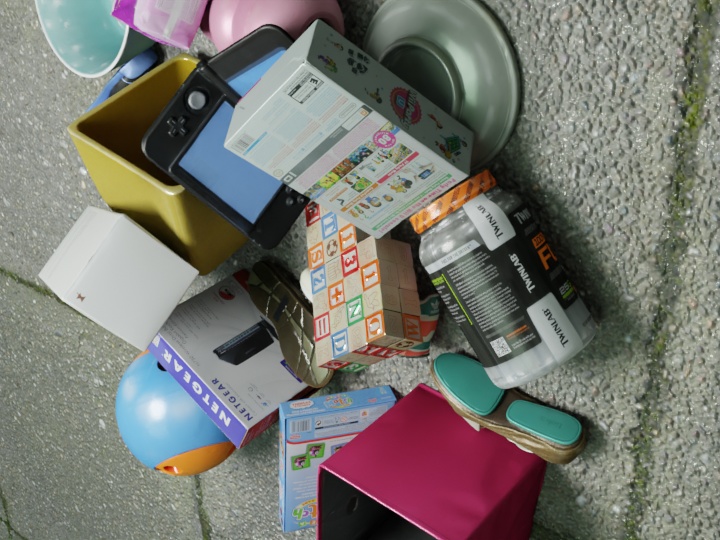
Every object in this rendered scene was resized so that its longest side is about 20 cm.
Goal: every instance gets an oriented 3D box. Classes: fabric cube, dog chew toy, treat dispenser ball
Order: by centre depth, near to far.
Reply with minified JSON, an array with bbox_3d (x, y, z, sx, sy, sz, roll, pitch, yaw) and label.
[{"bbox_3d":[-0.111,-0.275,1.004,0.199,0.124,0.126,29,130,38],"label":"dog chew toy"},{"bbox_3d":[0.081,0.296,1.076,0.195,0.199,0.202,23,126,30],"label":"fabric cube"},{"bbox_3d":[-0.259,0.199,1.332,0.199,0.200,0.203,21,125,33],"label":"treat dispenser ball"}]

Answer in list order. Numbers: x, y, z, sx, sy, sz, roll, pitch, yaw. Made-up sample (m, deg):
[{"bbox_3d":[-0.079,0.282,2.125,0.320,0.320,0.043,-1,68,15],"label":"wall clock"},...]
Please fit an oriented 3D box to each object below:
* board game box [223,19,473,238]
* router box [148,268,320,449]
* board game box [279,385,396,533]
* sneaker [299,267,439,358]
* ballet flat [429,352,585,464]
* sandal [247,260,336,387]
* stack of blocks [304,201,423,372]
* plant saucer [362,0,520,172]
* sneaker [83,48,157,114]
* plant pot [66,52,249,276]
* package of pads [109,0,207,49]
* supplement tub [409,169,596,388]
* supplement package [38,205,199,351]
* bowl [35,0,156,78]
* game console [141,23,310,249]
[{"bbox_3d":[-0.010,-0.130,0.890,0.199,0.065,0.147,31,139,-25],"label":"board game box"},{"bbox_3d":[-0.159,0.112,1.209,0.200,0.179,0.049,43,135,15],"label":"router box"},{"bbox_3d":[-0.033,0.252,1.198,0.037,0.149,0.202,-122,30,-55],"label":"board game box"},{"bbox_3d":[0.015,0.024,1.096,0.199,0.070,0.094,31,112,30],"label":"sneaker"},{"bbox_3d":[0.165,0.166,1.037,0.199,0.068,0.073,24,143,26],"label":"ballet flat"},{"bbox_3d":[-0.084,0.066,1.210,0.200,0.054,0.082,49,121,31],"label":"sandal"},{"bbox_3d":[0.000,0.000,1.017,0.115,0.058,0.202,-29,58,42],"label":"stack of blocks"},{"bbox_3d":[0.068,-0.189,0.932,0.199,0.050,0.202,22,126,33],"label":"plant saucer"},{"bbox_3d":[-0.327,-0.232,1.265,0.078,0.070,0.199,40,132,-17],"label":"sneaker"},{"bbox_3d":[-0.211,-0.115,1.137,0.193,0.195,0.201,30,146,26],"label":"plant pot"},{"bbox_3d":[-0.203,-0.355,0.999,0.120,0.075,0.202,31,101,53],"label":"package of pads"},{"bbox_3d":[0.141,0.007,0.920,0.122,0.122,0.201,-30,91,47],"label":"supplement tub"},{"bbox_3d":[-0.298,0.004,1.098,0.117,0.117,0.200,39,170,-26],"label":"supplement package"},{"bbox_3d":[-0.316,-0.353,1.144,0.199,0.105,0.203,16,116,36],"label":"bowl"},{"bbox_3d":[-0.097,-0.131,0.957,0.200,0.177,0.116,40,173,-32],"label":"game console"}]
